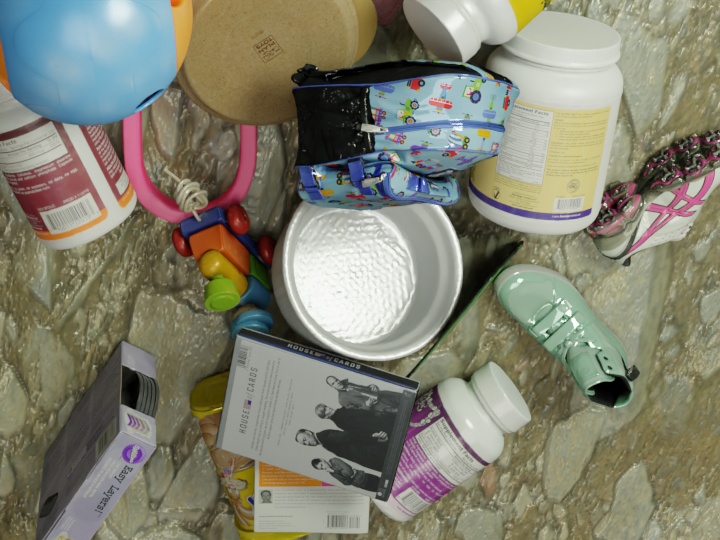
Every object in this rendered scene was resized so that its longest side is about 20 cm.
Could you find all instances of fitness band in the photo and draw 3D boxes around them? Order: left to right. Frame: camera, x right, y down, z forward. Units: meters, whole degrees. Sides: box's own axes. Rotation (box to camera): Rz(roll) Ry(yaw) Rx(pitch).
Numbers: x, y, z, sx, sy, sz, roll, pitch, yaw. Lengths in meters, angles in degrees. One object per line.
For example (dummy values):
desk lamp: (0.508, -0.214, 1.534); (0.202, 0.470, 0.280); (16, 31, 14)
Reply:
fitness band: (-0.180, -0.144, 1.571); (0.142, 0.037, 0.201); (0, 116, -6)

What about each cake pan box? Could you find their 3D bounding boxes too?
cake pan box: (-0.293, 0.199, 1.652); (0.052, 0.185, 0.201); (27, 111, -23)

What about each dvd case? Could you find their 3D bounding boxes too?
dvd case: (-0.048, 0.154, 1.578); (0.199, 0.025, 0.151); (17, 120, 6)

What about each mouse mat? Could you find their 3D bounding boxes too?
mouse mat: (0.114, 0.043, 1.616); (0.008, 0.200, 0.161); (40, 108, 6)

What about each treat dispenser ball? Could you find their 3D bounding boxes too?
treat dispenser ball: (-0.254, -0.235, 1.368); (0.199, 0.201, 0.202); (-2, 117, -5)

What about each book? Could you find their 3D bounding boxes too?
book: (-0.052, 0.203, 1.659); (0.132, 0.048, 0.201); (2, 115, -2)

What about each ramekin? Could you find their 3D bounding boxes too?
ramekin: (0.000, 0.000, 1.584); (0.199, 0.098, 0.202); (3, 81, -19)

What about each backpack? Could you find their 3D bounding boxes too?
backpack: (0.053, -0.133, 1.442); (0.199, 0.182, 0.136); (-3, 87, 26)

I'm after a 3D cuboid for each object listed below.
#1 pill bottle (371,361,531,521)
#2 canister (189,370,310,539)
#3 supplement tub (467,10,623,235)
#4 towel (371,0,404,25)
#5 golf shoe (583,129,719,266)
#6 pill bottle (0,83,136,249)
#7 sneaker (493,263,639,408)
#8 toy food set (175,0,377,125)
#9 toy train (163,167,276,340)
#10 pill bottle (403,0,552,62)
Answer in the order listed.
pill bottle: (0.096, 0.196, 1.732); (0.200, 0.112, 0.112); (-36, 115, 12)
canister: (-0.103, 0.210, 1.733); (0.147, 0.087, 0.201); (-18, 116, 3)
supplement tub: (0.193, -0.154, 1.543); (0.144, 0.146, 0.201); (3, 116, -7)
towel: (-0.027, -0.315, 1.456); (0.199, 0.023, 0.144); (12, 141, -27)
golf shoe: (0.345, -0.081, 1.643); (0.199, 0.073, 0.092); (-32, 122, 22)
pill bottle: (-0.319, -0.133, 1.517); (0.113, 0.114, 0.201); (-21, 116, 5)
sneaker: (0.238, 0.076, 1.682); (0.200, 0.118, 0.074); (37, 110, -20)
toy food set: (-0.095, -0.233, 1.475); (0.197, 0.049, 0.200); (32, 115, -34)
toy train: (-0.154, -0.010, 1.559); (0.084, 0.116, 0.200); (-21, 145, 15)
pill bottle: (0.140, -0.295, 1.448); (0.200, 0.112, 0.113); (-43, 116, -10)
